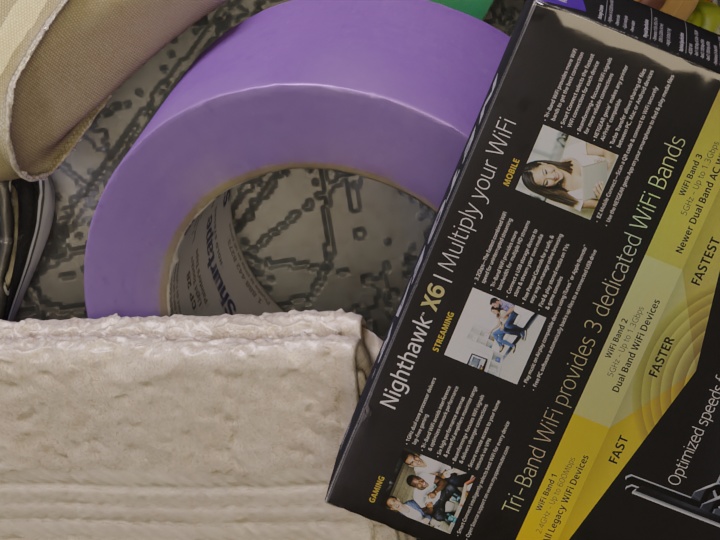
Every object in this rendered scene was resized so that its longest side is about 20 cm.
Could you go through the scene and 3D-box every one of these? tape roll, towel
[{"bbox_3d":[0.000,0.000,1.017,0.199,0.085,0.200,8,122,13],"label":"tape roll"},{"bbox_3d":[-0.078,0.077,1.016,0.199,0.034,0.133,0,117,16],"label":"towel"}]

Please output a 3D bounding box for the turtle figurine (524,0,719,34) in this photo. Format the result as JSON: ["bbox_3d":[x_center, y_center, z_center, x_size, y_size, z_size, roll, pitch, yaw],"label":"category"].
[{"bbox_3d":[0.110,-0.124,1.041,0.200,0.064,0.161,-41,139,14],"label":"turtle figurine"}]

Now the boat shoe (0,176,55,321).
[{"bbox_3d":[-0.177,0.040,1.066,0.068,0.057,0.200,15,90,10],"label":"boat shoe"}]

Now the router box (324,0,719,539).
[{"bbox_3d":[0.096,0.017,0.910,0.157,0.052,0.200,22,111,-2],"label":"router box"}]

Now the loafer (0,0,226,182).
[{"bbox_3d":[-0.087,-0.115,1.010,0.068,0.076,0.200,31,89,26],"label":"loafer"}]

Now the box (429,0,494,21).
[{"bbox_3d":[0.045,-0.204,1.063,0.117,0.048,0.200,29,92,-4],"label":"box"}]
